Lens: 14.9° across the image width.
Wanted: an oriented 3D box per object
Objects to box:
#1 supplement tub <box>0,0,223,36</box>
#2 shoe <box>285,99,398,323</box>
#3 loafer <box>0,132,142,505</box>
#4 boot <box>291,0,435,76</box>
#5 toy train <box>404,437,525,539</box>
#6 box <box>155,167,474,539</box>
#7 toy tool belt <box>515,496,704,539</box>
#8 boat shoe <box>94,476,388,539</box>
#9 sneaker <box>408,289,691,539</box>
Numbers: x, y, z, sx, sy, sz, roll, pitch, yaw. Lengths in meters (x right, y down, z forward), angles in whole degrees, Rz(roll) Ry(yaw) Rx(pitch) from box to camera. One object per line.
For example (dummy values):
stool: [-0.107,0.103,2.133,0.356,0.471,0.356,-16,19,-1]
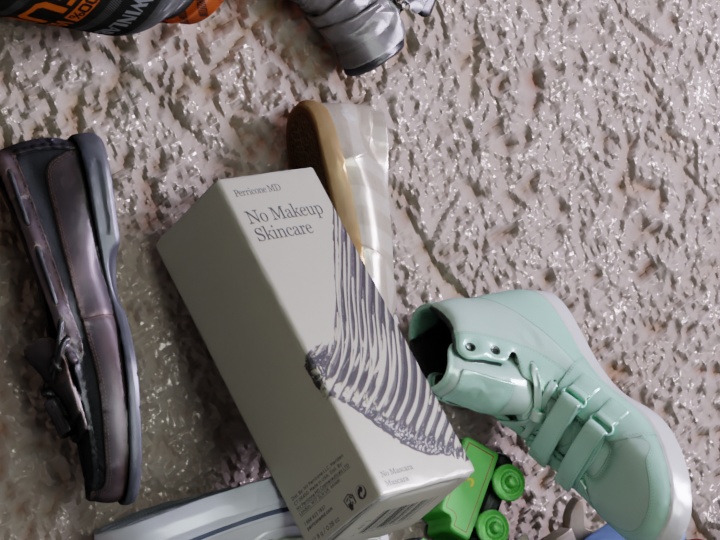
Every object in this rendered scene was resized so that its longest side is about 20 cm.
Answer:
supplement tub: [-0.165,-0.190,1.442,0.199,0.122,0.123,7,78,-36]
shoe: [0.000,0.000,1.573,0.053,0.070,0.201,-3,82,-30]
loafer: [-0.157,0.027,1.457,0.063,0.072,0.201,-4,78,-19]
boot: [0.006,-0.224,1.627,0.132,0.070,0.201,41,71,-29]
toy train: [0.041,0.189,1.595,0.056,0.042,0.201,31,65,-20]
box: [-0.026,0.047,1.497,0.082,0.068,0.201,-11,67,-46]
toy tool belt: [0.147,0.190,1.622,0.200,0.124,0.123,-38,118,-37]
boat shoe: [-0.054,0.147,1.503,0.199,0.073,0.067,-13,88,-40]
sneaker: [0.101,0.090,1.590,0.118,0.074,0.201,-1,40,-37]
